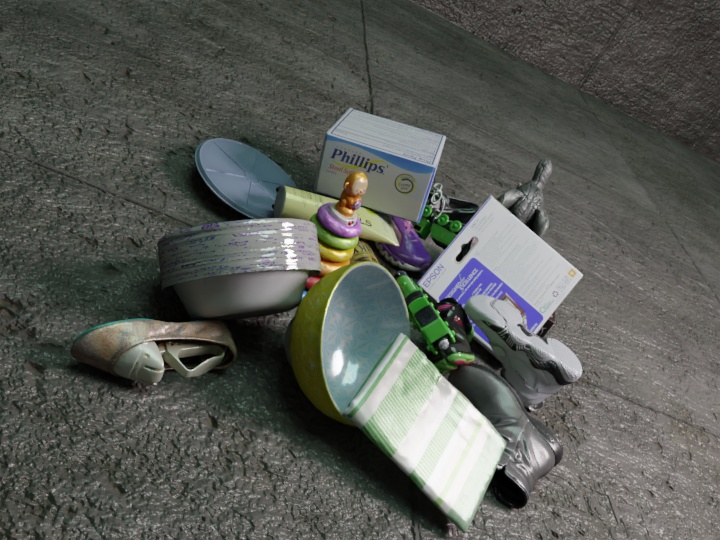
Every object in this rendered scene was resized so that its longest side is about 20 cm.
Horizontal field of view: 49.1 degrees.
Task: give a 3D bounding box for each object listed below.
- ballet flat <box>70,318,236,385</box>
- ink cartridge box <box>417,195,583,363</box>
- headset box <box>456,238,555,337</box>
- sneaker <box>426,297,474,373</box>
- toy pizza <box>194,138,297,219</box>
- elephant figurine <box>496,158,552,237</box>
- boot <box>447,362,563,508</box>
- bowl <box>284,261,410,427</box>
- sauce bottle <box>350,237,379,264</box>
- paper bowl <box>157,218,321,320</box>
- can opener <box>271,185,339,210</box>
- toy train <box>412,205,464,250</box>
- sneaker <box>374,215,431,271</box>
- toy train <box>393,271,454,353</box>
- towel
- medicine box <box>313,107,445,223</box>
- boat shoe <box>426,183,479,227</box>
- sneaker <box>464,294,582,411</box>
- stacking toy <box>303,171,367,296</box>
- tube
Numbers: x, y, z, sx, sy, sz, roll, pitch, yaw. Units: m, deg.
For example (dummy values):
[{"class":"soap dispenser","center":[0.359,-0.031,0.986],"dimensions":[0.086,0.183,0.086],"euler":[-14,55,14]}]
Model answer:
[{"class":"ballet flat","center":[-0.220,0.092,0.883],"dimensions":[0.198,0.068,0.067],"euler":[-4,47,-44]},{"class":"ink cartridge box","center":[0.224,0.016,1.279],"dimensions":[0.200,0.198,0.043],"euler":[41,-9,5]},{"class":"headset box","center":[0.239,0.030,1.383],"dimensions":[0.199,0.078,0.149],"euler":[32,30,-2]},{"class":"sneaker","center":[0.122,0.092,1.149],"dimensions":[0.200,0.076,0.085],"euler":[-63,131,-75]},{"class":"toy pizza","center":[-0.183,-0.139,1.284],"dimensions":[0.199,0.032,0.201],"euler":[29,31,-19]},{"class":"elephant figurine","center":[0.299,-0.106,1.514],"dimensions":[0.140,0.201,0.156],"euler":[9,36,-33]},{"class":"boot","center":[0.173,0.214,1.064],"dimensions":[0.199,0.070,0.131],"euler":[39,37,24]},{"class":"bowl","center":[-0.030,0.091,0.991],"dimensions":[0.107,0.203,0.199],"euler":[-3,10,35]},{"class":"sauce bottle","center":[0.000,0.000,1.221],"dimensions":[0.064,0.065,0.201],"euler":[7,38,-35]},{"class":"paper bowl","center":[-0.147,0.004,0.975],"dimensions":[0.199,0.199,0.106],"euler":[-1,81,-43]},{"class":"can opener","center":[-0.069,-0.094,1.285],"dimensions":[0.078,0.064,0.199],"euler":[1,-3,38]},{"class":"toy train","center":[0.108,-0.090,1.422],"dimensions":[0.199,0.057,0.042],"euler":[31,-6,37]},{"class":"sneaker","center":[0.062,-0.084,1.379],"dimensions":[0.080,0.089,0.201],"euler":[0,43,-44]},{"class":"toy train","center":[0.082,0.053,1.105],"dimensions":[0.057,0.041,0.200],"euler":[58,1,-23]},{"class":"towel","center":[0.083,0.191,0.956],"dimensions":[0.200,0.023,0.153],"euler":[45,46,-5]},{"class":"medicine box","center":[0.037,-0.180,1.316],"dimensions":[0.180,0.104,0.200],"euler":[17,26,4]},{"class":"boat shoe","center":[0.147,-0.128,1.540],"dimensions":[0.197,0.068,0.074],"euler":[15,33,-25]},{"class":"sneaker","center":[0.219,0.129,1.174],"dimensions":[0.199,0.115,0.075],"euler":[34,30,-3]},{"class":"stacking toy","center":[-0.039,-0.056,1.131],"dimensions":[0.115,0.201,0.110],"euler":[-1,42,-44]},{"class":"tube","center":[-0.034,-0.085,1.218],"dimensions":[0.198,0.052,0.059],"euler":[13,78,-24]}]
